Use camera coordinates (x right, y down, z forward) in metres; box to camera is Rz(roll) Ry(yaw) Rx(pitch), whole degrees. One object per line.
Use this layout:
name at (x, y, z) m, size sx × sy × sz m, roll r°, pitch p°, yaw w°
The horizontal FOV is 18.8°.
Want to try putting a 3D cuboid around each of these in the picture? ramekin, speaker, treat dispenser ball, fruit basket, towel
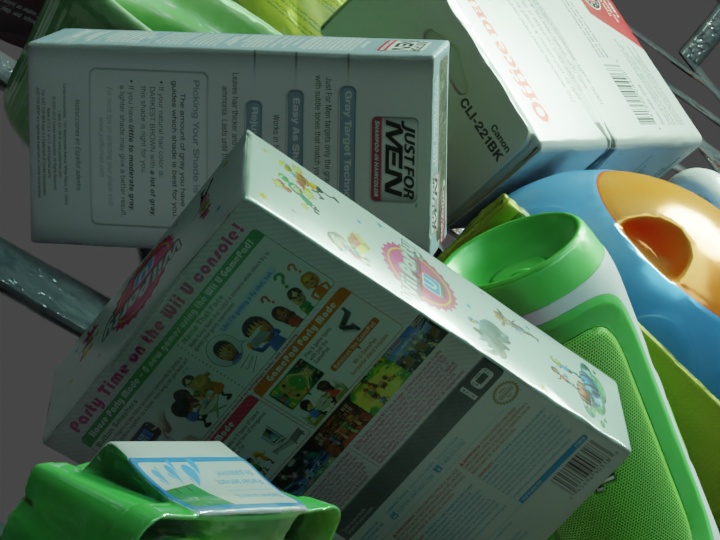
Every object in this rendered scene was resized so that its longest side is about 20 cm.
ramekin at (-0.098, -0.088, 1.193) m, size 0.199 × 0.098 × 0.200 m, roll 31°, pitch 15°, yaw -9°
speaker at (0.103, 0.078, 1.004) m, size 0.089 × 0.088 × 0.201 m, roll -92°, pitch 160°, yaw -70°
treat dispenser ball at (0.129, 0.047, 1.159) m, size 0.200 × 0.201 × 0.201 m, roll 35°, pitch 16°, yaw -12°
fruit basket at (-0.024, 0.132, 0.743) m, size 0.199 × 0.094 × 0.185 m, roll 25°, pitch 8°, yaw 29°
towel at (0.110, 0.058, 1.051) m, size 0.200 × 0.086 × 0.018 m, roll 43°, pitch 20°, yaw -12°

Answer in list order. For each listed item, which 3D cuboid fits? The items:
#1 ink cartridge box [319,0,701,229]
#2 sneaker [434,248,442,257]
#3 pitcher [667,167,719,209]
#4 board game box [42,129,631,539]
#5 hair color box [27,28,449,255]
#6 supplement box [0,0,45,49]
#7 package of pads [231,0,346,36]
ink cartridge box at (0.090, -0.107, 1.261) m, size 0.199 × 0.084 × 0.145 m, roll -5°, pitch 59°, yaw -55°
sneaker at (0.000, 0.000, 1.208) m, size 0.075 × 0.079 × 0.200 m, roll 36°, pitch -10°, yaw 14°
pitcher at (0.213, 0.032, 1.371) m, size 0.121 × 0.200 × 0.172 m, roll -29°, pitch 87°, yaw -28°
board game box at (-0.010, 0.058, 0.916) m, size 0.199 × 0.148 × 0.064 m, roll 33°, pitch 25°, yaw -19°
hair color box at (-0.058, -0.063, 1.058) m, size 0.198 × 0.100 × 0.061 m, roll 3°, pitch 13°, yaw 10°
supplement box at (-0.170, -0.240, 1.288) m, size 0.085 × 0.200 × 0.110 m, roll 19°, pitch 24°, yaw -46°
package of pads at (-0.062, -0.142, 1.362) m, size 0.200 × 0.068 × 0.155 m, roll 42°, pitch -26°, yaw 11°
